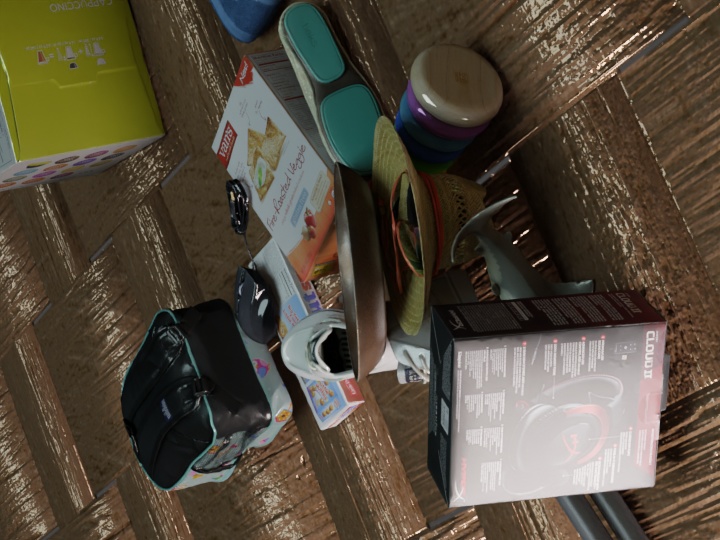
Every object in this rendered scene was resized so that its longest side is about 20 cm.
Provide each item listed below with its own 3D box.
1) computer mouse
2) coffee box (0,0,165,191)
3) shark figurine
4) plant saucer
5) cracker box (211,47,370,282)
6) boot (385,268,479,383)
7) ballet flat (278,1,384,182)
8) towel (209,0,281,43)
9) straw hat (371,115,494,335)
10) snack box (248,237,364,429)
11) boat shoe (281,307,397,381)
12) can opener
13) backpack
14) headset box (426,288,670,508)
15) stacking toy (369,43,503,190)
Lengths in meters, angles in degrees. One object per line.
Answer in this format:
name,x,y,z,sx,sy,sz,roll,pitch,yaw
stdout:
computer mouse,-0.125,-0.006,1.763,0.059,0.034,0.202,-136,31,-56
coffee box,-0.380,-0.216,1.961,0.197,0.198,0.202,-18,87,54
shark figurine,0.149,0.013,1.403,0.089,0.129,0.216,-17,115,17
plant saucer,0.000,0.000,1.519,0.200,0.032,0.203,175,90,-87
cracker box,-0.068,-0.109,1.686,0.201,0.057,0.135,55,140,28
boot,0.081,0.087,1.470,0.201,0.095,0.074,-112,-1,-48
ballet flat,-0.022,-0.170,1.613,0.062,0.067,0.202,94,155,-73
towel,-0.103,-0.324,1.663,0.113,0.048,0.200,62,143,16
straw hat,0.070,-0.043,1.430,0.201,0.084,0.204,172,90,-81
snack box,-0.060,0.065,1.768,0.072,0.024,0.202,-43,67,52
boat shoe,-0.025,0.073,1.663,0.199,0.066,0.075,-13,87,46
can opener,0.189,0.186,1.458,0.201,0.053,0.067,58,174,22
backpack,-0.180,0.146,1.855,0.200,0.152,0.177,-48,61,40
headset box,0.158,0.101,1.337,0.075,0.197,0.151,-121,28,-66
stacking toy,0.057,-0.110,1.500,0.086,0.085,0.201,58,147,22
